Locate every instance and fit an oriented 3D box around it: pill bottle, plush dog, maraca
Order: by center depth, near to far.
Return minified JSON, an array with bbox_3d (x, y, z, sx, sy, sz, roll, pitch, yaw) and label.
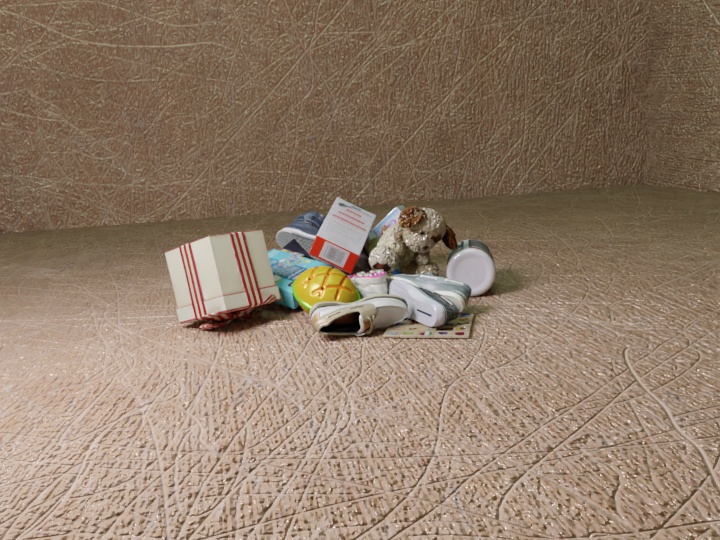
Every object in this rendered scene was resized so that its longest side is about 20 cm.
[{"bbox_3d":[-0.059,0.059,1.524,0.137,0.107,0.200,-27,49,-36],"label":"maraca"},{"bbox_3d":[0.124,-0.077,1.637,0.200,0.161,0.172,20,-46,-39],"label":"plush dog"},{"bbox_3d":[0.270,-0.013,1.743,0.115,0.116,0.200,-1,11,9],"label":"pill bottle"}]

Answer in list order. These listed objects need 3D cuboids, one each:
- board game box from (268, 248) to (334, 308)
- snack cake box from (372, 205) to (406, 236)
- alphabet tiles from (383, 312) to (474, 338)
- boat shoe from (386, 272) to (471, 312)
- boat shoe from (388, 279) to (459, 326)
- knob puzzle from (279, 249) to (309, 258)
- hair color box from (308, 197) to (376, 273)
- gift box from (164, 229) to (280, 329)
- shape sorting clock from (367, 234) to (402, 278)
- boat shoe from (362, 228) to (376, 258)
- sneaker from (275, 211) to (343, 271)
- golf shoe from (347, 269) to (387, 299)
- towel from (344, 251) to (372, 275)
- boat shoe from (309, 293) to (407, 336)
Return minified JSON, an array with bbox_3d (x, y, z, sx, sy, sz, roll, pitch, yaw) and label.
[{"bbox_3d":[-0.184,0.017,1.702,0.200,0.047,0.151,16,34,35],"label":"board game box"},{"bbox_3d":[0.058,-0.087,1.956,0.200,0.067,0.115,-44,-4,14],"label":"snack cake box"},{"bbox_3d":[0.145,0.107,1.458,0.167,0.008,0.200,-1,11,13],"label":"alphabet tiles"},{"bbox_3d":[0.149,0.040,1.551,0.200,0.073,0.062,14,47,36],"label":"boat shoe"},{"bbox_3d":[0.129,0.072,1.483,0.071,0.072,0.200,0,18,-30],"label":"boat shoe"},{"bbox_3d":[-0.128,-0.040,1.837,0.219,0.031,0.220,-12,27,7],"label":"knob puzzle"},{"bbox_3d":[-0.040,-0.087,1.701,0.111,0.064,0.200,25,35,-2],"label":"hair color box"},{"bbox_3d":[-0.292,0.023,1.534,0.200,0.187,0.184,-14,-1,44],"label":"gift box"},{"bbox_3d":[0.104,-0.014,1.764,0.200,0.039,0.200,22,36,-17],"label":"shape sorting clock"},{"bbox_3d":[0.001,-0.079,1.850,0.072,0.068,0.200,35,20,-43],"label":"boat shoe"},{"bbox_3d":[-0.091,-0.079,1.793,0.202,0.077,0.146,25,31,11],"label":"sneaker"},{"bbox_3d":[0.003,0.048,1.613,0.075,0.092,0.200,-17,4,-21],"label":"golf shoe"},{"bbox_3d":[0.000,0.000,1.796,0.190,0.032,0.200,-1,28,3],"label":"towel"},{"bbox_3d":[0.002,0.097,1.411,0.199,0.075,0.068,-7,31,-9],"label":"boat shoe"}]
